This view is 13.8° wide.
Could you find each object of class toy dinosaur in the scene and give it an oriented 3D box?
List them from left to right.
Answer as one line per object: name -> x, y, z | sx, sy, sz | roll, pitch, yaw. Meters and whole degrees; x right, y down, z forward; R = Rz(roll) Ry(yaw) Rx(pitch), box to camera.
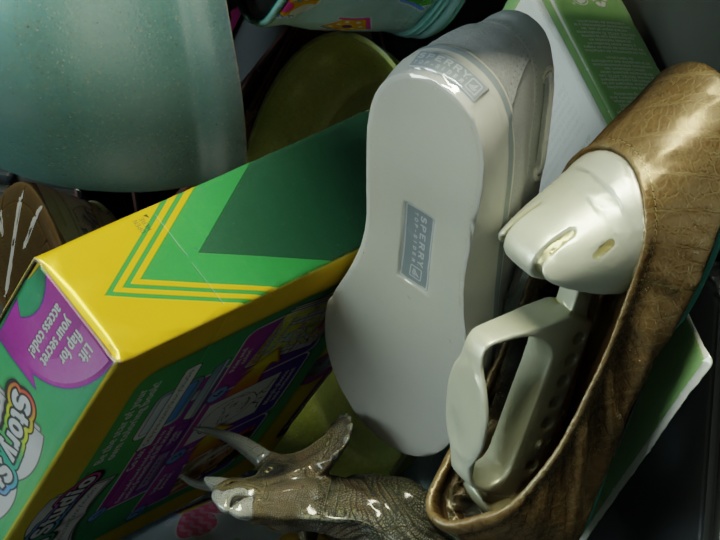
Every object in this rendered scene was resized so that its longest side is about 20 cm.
toy dinosaur -> 0.026, 0.119, 1.175 | 0.077, 0.200, 0.102 | -46, 45, 0

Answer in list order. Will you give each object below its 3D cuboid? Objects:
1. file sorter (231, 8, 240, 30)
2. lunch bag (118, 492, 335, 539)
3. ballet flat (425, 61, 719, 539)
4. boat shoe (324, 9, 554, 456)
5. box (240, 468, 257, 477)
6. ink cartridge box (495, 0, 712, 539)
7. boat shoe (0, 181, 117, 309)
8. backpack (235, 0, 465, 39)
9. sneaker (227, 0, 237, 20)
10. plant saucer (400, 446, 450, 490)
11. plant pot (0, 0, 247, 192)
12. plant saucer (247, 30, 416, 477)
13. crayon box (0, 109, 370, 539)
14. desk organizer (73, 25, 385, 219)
file sorter -> -0.134, -0.183, 1.513 | 0.200, 0.125, 0.139 | -60, 38, 41
lunch bag -> -0.060, 0.197, 1.244 | 0.200, 0.170, 0.127 | 59, 142, 14
ballet flat -> 0.072, 0.017, 1.061 | 0.068, 0.072, 0.200 | 46, 122, 44
boat shoe -> 0.034, -0.014, 1.098 | 0.072, 0.069, 0.200 | 30, 140, 28
box -> -0.073, 0.059, 1.422 | 0.200, 0.035, 0.110 | 127, 143, -65
ink cartridge box -> 0.086, 0.003, 1.164 | 0.146, 0.048, 0.200 | -61, 41, 41
boat shoe -> -0.112, 0.042, 1.377 | 0.073, 0.063, 0.200 | -44, 56, 36
backpack -> 0.007, -0.194, 1.214 | 0.176, 0.153, 0.200 | 120, 152, -42
sneaker -> -0.079, -0.165, 1.399 | 0.200, 0.079, 0.075 | -56, 18, 14
plant saucer -> 0.002, 0.092, 1.326 | 0.200, 0.036, 0.200 | -9, 80, 62
plant pot -> -0.135, -0.120, 1.259 | 0.200, 0.134, 0.200 | 167, 90, -82
plant saucer -> 0.000, 0.000, 1.248 | 0.200, 0.031, 0.200 | -5, 85, 63
crayon box -> -0.080, 0.039, 1.175 | 0.058, 0.173, 0.200 | 53, 139, 16
desk organizer -> -0.063, -0.055, 1.418 | 0.200, 0.077, 0.072 | -45, 49, 52
